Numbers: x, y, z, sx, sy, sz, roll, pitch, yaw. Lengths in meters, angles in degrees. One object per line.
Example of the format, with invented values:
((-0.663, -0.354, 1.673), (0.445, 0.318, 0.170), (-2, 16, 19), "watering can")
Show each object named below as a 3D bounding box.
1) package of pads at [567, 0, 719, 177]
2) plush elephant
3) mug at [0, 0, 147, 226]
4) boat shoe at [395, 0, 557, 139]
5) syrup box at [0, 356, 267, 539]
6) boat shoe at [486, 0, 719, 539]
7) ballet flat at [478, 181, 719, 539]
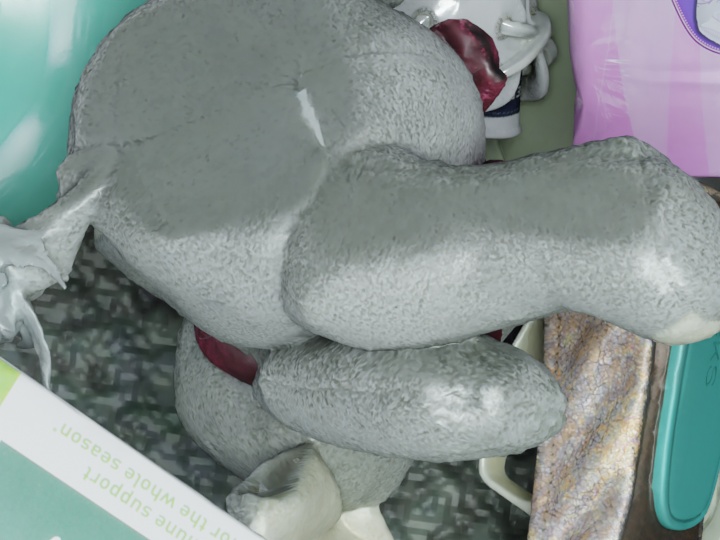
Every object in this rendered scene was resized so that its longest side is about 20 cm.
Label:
((0.110, -0.124, 0.744), (0.120, 0.076, 0.201), (2, 112, 15), "package of pads")
((0.000, 0.000, 0.728), (0.199, 0.155, 0.165), (-25, 60, 6), "plush elephant")
((-0.126, -0.072, 0.802), (0.185, 0.114, 0.153), (-28, 89, 23), "mug")
((0.022, -0.062, 0.826), (0.065, 0.074, 0.200), (38, 116, 15), "boat shoe")
((-0.096, 0.085, 0.692), (0.079, 0.200, 0.082), (34, 69, -9), "syrup box")
((0.082, -0.019, 0.857), (0.071, 0.060, 0.202), (-11, 86, 36), "boat shoe")
((0.060, 0.074, 0.801), (0.067, 0.068, 0.201), (7, 84, 33), "ballet flat")
